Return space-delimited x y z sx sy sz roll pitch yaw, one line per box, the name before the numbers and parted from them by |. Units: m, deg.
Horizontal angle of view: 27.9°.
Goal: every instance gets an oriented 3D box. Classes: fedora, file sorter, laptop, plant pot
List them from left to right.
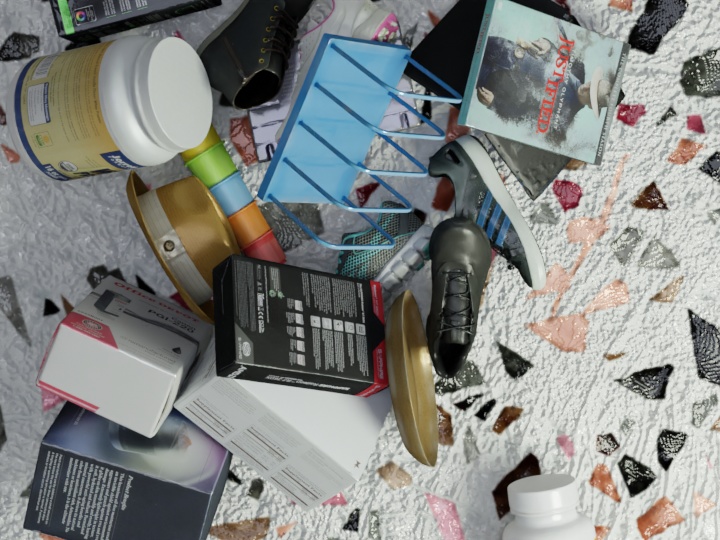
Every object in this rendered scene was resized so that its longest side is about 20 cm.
fedora | -0.188 -0.038 1.643 0.081 0.201 0.202 -30 93 1
file sorter | 0.004 -0.137 1.600 0.122 0.138 0.202 40 116 34
plant pot | 0.057 0.123 1.644 0.027 0.200 0.203 -9 94 11
laptop | 0.178 -0.218 1.681 0.178 0.103 0.200 -48 118 -13

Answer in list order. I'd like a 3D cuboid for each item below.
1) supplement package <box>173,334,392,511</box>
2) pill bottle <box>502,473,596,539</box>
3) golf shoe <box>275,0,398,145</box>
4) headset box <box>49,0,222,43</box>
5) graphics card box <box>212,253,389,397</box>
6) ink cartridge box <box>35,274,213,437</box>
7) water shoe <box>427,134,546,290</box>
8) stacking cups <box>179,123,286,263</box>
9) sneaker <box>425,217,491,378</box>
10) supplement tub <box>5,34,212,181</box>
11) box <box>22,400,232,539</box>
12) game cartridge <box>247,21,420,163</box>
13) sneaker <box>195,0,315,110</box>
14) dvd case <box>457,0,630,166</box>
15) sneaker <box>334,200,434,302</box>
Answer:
supplement package | -0.078 0.138 1.636 0.200 0.157 0.111 40 136 -14
pill bottle | 0.225 0.347 1.699 0.109 0.111 0.203 -8 94 2
golf shoe | -0.043 -0.227 1.658 0.091 0.075 0.201 38 92 13
headset box | -0.278 -0.369 1.665 0.197 0.093 0.177 -13 93 3
graphics card box | -0.064 0.062 1.575 0.198 0.051 0.127 11 64 -34
ink cartridge box | -0.261 0.092 1.642 0.144 0.200 0.086 24 105 -1
water shoe | 0.146 -0.057 1.692 0.078 0.072 0.202 -28 84 0
stacking cups | -0.154 -0.087 1.708 0.060 0.061 0.202 -29 98 3
sneaker | 0.112 0.035 1.654 0.075 0.091 0.202 1 123 3
supplement tub | -0.279 -0.182 1.622 0.198 0.144 0.147 -7 95 29
box | -0.251 0.220 1.647 0.196 0.200 0.125 17 113 -1
game cartridge | -0.038 -0.211 1.702 0.197 0.038 0.132 -12 90 3
sneaker | -0.090 -0.268 1.630 0.200 0.075 0.106 -47 47 5
dvd case | 0.208 -0.210 1.628 0.198 0.022 0.148 13 92 -32
sneaker | 0.000 0.000 1.708 0.200 0.078 0.091 -43 76 1
